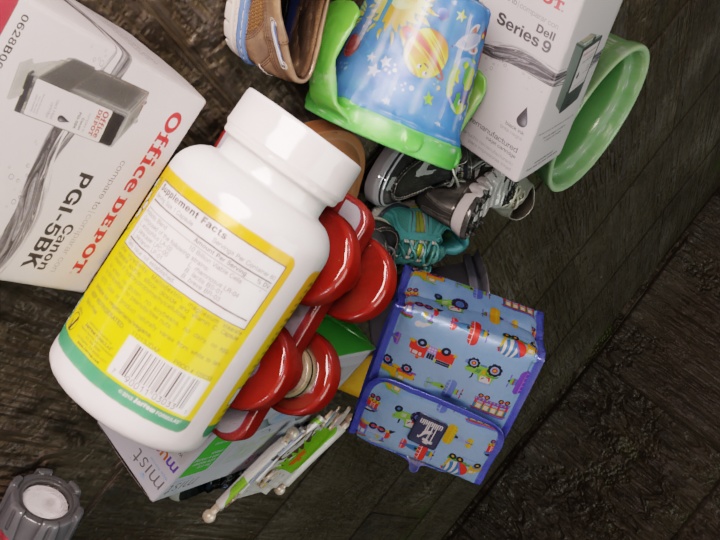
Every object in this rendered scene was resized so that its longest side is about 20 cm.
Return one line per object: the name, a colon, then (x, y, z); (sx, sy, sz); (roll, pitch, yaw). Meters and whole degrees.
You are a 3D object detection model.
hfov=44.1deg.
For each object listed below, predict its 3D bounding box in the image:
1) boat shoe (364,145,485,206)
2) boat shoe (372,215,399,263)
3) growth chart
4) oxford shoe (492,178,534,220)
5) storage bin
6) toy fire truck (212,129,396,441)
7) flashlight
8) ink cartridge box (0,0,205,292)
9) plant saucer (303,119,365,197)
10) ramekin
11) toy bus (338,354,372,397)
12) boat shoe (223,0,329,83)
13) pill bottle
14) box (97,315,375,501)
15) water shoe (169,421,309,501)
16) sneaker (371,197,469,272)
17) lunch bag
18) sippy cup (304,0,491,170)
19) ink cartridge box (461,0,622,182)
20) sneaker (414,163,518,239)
boat shoe: (0.090, -0.123, 0.934); (0.199, 0.071, 0.073); (-38, 149, -26)
boat shoe: (0.000, -0.002, 0.831); (0.199, 0.066, 0.075); (-19, 124, -61)
growth chart: (-0.074, 0.196, 0.930); (0.145, 0.018, 0.200); (-46, 164, 7)
oxford shoe: (0.184, -0.108, 1.160); (0.075, 0.058, 0.200); (-52, 155, 11)
storage bin: (0.082, 0.064, 1.018); (0.200, 0.133, 0.147); (-65, 148, -78)
toy fire truck: (-0.081, 0.010, 0.653); (0.201, 0.167, 0.112); (-58, 158, 1)
flashlight: (-0.307, 0.266, 0.778); (0.201, 0.067, 0.068); (-58, -169, 24)
ink cartridge box: (-0.192, -0.078, 0.458); (0.147, 0.083, 0.200); (-55, 157, 8)
plant saucer: (-0.069, -0.042, 0.785); (0.200, 0.032, 0.201); (-40, 159, -18)
ramekin: (0.256, -0.208, 1.096); (0.200, 0.097, 0.201); (-41, 155, -24)
toy bus: (-0.033, 0.090, 1.010); (0.065, 0.078, 0.200); (-51, 157, -1)
boat shoe: (-0.036, -0.213, 0.568); (0.072, 0.072, 0.201); (-34, 152, -36)
pill bottle: (-0.088, -0.003, 0.537); (0.201, 0.112, 0.113); (-56, 157, 4)
box: (-0.109, 0.103, 0.822); (0.177, 0.097, 0.200); (-47, 162, 16)
water shoe: (-0.126, 0.211, 1.010); (0.199, 0.079, 0.072); (-28, 148, -44)
sneaker: (0.056, -0.036, 0.994); (0.199, 0.079, 0.078); (-20, 142, -51)
lunch bag: (0.080, 0.119, 0.898); (0.094, 0.149, 0.202); (-69, 178, -62)
sippy cup: (0.039, -0.168, 0.722); (0.178, 0.138, 0.132); (-62, 174, -79)
ink cartridge box: (0.138, -0.209, 0.812); (0.084, 0.146, 0.201); (-32, 150, -35)
sneaker: (0.125, -0.104, 1.021); (0.200, 0.090, 0.067); (-40, 149, -51)
